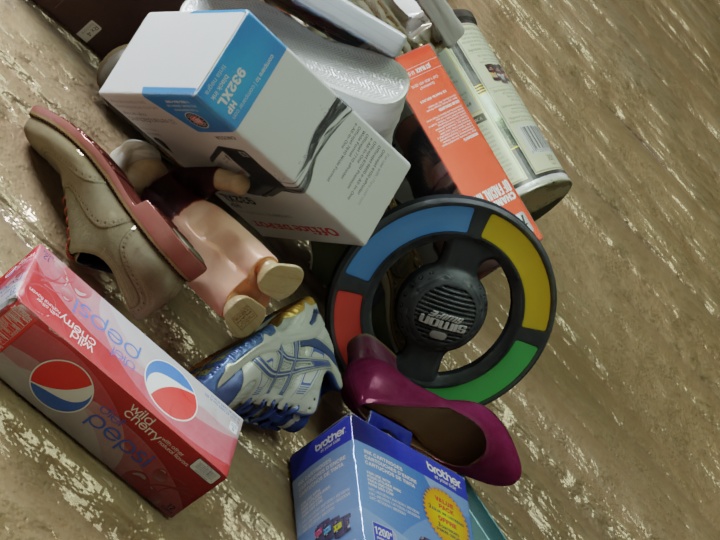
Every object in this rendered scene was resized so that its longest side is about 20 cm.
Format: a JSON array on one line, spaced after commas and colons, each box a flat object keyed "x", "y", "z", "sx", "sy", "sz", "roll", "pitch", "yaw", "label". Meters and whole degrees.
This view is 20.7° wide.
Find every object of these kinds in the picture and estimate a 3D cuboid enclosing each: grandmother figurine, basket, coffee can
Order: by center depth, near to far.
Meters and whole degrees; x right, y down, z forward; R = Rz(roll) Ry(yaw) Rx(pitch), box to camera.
[{"x": -0.135, "y": -0.032, "z": 1.511, "sx": 0.200, "sy": 0.121, "sz": 0.061, "roll": 46, "pitch": -9, "yaw": 34, "label": "grandmother figurine"}, {"x": -0.018, "y": -0.265, "z": 1.848, "sx": 0.136, "sy": 0.123, "sz": 0.200, "roll": 49, "pitch": 1, "yaw": -42, "label": "basket"}, {"x": 0.095, "y": -0.132, "z": 1.926, "sx": 0.146, "sy": 0.146, "sz": 0.200, "roll": -7, "pitch": 65, "yaw": -59, "label": "coffee can"}]

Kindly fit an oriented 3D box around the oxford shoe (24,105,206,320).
[{"x": -0.202, "y": -0.046, "z": 1.467, "sx": 0.200, "sy": 0.075, "sz": 0.070, "roll": 45, "pitch": -1, "yaw": 29, "label": "oxford shoe"}]

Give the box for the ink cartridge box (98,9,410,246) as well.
[{"x": -0.081, "y": -0.110, "z": 1.534, "sx": 0.200, "sy": 0.145, "sz": 0.084, "roll": 41, "pitch": 69, "yaw": -33, "label": "ink cartridge box"}]

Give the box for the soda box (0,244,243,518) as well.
[{"x": -0.176, "y": 0.078, "z": 1.368, "sx": 0.200, "sy": 0.063, "sz": 0.070, "roll": 43, "pitch": 30, "yaw": -20, "label": "soda box"}]

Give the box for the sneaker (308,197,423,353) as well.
[{"x": 0.000, "y": 0.000, "z": 1.713, "sx": 0.067, "sy": 0.090, "sz": 0.201, "roll": -49, "pitch": 132, "yaw": -39, "label": "sneaker"}]

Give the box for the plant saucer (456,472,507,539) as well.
[{"x": 0.122, "y": 0.265, "z": 1.656, "sx": 0.200, "sy": 0.019, "sz": 0.070, "roll": 57, "pitch": 28, "yaw": 5, "label": "plant saucer"}]

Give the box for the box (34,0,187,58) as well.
[{"x": -0.190, "y": -0.231, "z": 1.657, "sx": 0.200, "sy": 0.100, "sz": 0.075, "roll": 38, "pitch": 32, "yaw": -25, "label": "box"}]

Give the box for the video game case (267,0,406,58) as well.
[{"x": -0.058, "y": -0.232, "z": 1.642, "sx": 0.200, "sy": 0.023, "sz": 0.182, "roll": 30, "pitch": 1, "yaw": -5, "label": "video game case"}]

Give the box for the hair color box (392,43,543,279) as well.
[{"x": 0.063, "y": -0.083, "z": 1.736, "sx": 0.064, "sy": 0.111, "sz": 0.200, "roll": -29, "pitch": 86, "yaw": -38, "label": "hair color box"}]

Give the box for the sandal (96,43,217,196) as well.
[{"x": -0.129, "y": -0.116, "z": 1.627, "sx": 0.200, "sy": 0.082, "sz": 0.055, "roll": 37, "pitch": 8, "yaw": -23, "label": "sandal"}]

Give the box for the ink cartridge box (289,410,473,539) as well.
[{"x": 0.020, "y": 0.204, "z": 1.513, "sx": 0.136, "sy": 0.076, "sz": 0.200, "roll": 32, "pitch": 33, "yaw": -34, "label": "ink cartridge box"}]

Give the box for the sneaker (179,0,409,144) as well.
[{"x": -0.061, "y": -0.149, "z": 1.624, "sx": 0.199, "sy": 0.116, "sz": 0.074, "roll": 25, "pitch": 59, "yaw": 8, "label": "sneaker"}]

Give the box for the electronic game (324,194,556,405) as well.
[{"x": 0.068, "y": 0.032, "z": 1.654, "sx": 0.200, "sy": 0.200, "sz": 0.042, "roll": 40, "pitch": 10, "yaw": -23, "label": "electronic game"}]

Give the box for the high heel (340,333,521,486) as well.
[{"x": 0.059, "y": 0.139, "z": 1.628, "sx": 0.200, "sy": 0.067, "sz": 0.096, "roll": 35, "pitch": 24, "yaw": -19, "label": "high heel"}]

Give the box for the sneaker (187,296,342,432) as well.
[{"x": -0.070, "y": 0.088, "z": 1.508, "sx": 0.200, "sy": 0.075, "sz": 0.088, "roll": -33, "pitch": 97, "yaw": -56, "label": "sneaker"}]
